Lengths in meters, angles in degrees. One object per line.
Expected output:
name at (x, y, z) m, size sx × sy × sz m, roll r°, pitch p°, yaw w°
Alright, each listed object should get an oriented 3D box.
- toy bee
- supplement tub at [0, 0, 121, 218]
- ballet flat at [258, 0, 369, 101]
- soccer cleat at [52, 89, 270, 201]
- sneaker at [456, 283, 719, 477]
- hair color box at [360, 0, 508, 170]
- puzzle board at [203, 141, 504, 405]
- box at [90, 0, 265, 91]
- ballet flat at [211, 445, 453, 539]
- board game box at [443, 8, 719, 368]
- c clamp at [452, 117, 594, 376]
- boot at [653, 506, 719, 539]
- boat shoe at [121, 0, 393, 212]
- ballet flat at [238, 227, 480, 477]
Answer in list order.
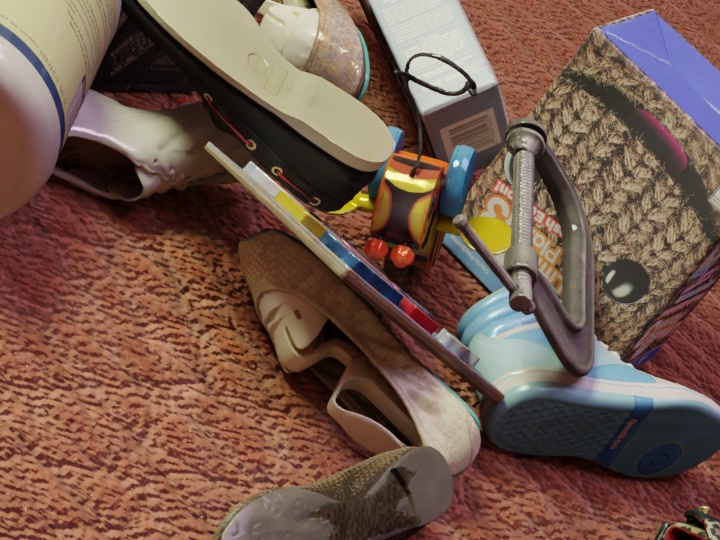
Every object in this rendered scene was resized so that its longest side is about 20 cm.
toy bee at (0.024, -0.043, 1.662) m, size 0.200 × 0.131 × 0.109 m, roll 54°, pitch 48°, yaw -53°
supplement tub at (-0.220, -0.139, 1.489) m, size 0.145 × 0.145 × 0.200 m, roll 30°, pitch 41°, yaw -12°
ballet flat at (-0.045, -0.173, 1.844) m, size 0.067 × 0.068 × 0.200 m, roll 19°, pitch 24°, yaw -22°
soccer cleat at (-0.126, -0.072, 1.613) m, size 0.200 × 0.069 × 0.078 m, roll 7°, pitch 46°, yaw -32°
sneaker at (0.150, 0.061, 1.702) m, size 0.200 × 0.080 × 0.131 m, roll 15°, pitch 38°, yaw -36°
hair color box at (0.043, -0.175, 1.860) m, size 0.099 × 0.061 × 0.200 m, roll 69°, pitch -1°, yaw -60°
puzzle board at (0.000, 0.000, 1.575) m, size 0.151 × 0.017 × 0.200 m, roll 44°, pitch 2°, yaw 39°
box at (-0.120, -0.198, 1.654) m, size 0.158 × 0.200 × 0.048 m, roll -3°, pitch 52°, yaw -47°
ballet flat at (-0.021, 0.142, 1.447) m, size 0.200 × 0.046 × 0.067 m, roll -21°, pitch 94°, yaw -50°
board game box at (0.179, -0.048, 1.762) m, size 0.159 × 0.200 × 0.097 m, roll 45°, pitch 31°, yaw 15°
c clamp at (0.114, -0.025, 1.620) m, size 0.171 × 0.027 × 0.200 m, roll 58°, pitch 24°, yaw -28°
boot at (0.260, 0.180, 1.649) m, size 0.154 × 0.073 × 0.204 m, roll 30°, pitch 33°, yaw -21°
boat shoe at (-0.075, -0.114, 1.586) m, size 0.201 × 0.063 × 0.074 m, roll 39°, pitch 37°, yaw -4°
ballet flat at (-0.011, 0.053, 1.560) m, size 0.200 × 0.067 × 0.062 m, roll 42°, pitch 51°, yaw 11°
